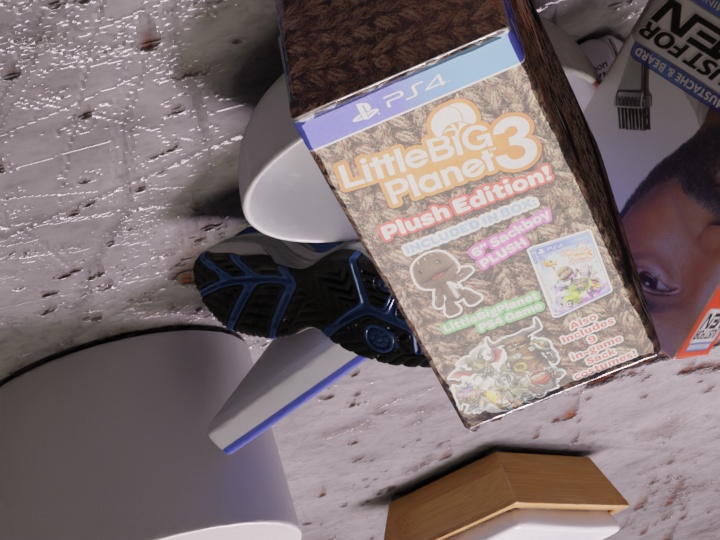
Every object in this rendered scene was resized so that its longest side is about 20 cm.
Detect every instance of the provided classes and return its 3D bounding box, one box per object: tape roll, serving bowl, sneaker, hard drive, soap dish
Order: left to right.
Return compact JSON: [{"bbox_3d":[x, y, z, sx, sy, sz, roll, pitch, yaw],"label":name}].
[{"bbox_3d":[-0.153,0.142,1.620,0.201,0.140,0.203,-16,162,-5],"label":"tape roll"},{"bbox_3d":[-0.006,0.031,1.505,0.200,0.025,0.132,-36,-168,43],"label":"hard drive"},{"bbox_3d":[0.000,0.000,1.362,0.199,0.076,0.077,13,-139,33],"label":"sneaker"},{"bbox_3d":[0.026,-0.086,1.249,0.199,0.066,0.200,-15,161,-5],"label":"serving bowl"},{"bbox_3d":[0.130,0.226,2.204,0.157,0.082,0.199,-29,159,31],"label":"soap dish"}]

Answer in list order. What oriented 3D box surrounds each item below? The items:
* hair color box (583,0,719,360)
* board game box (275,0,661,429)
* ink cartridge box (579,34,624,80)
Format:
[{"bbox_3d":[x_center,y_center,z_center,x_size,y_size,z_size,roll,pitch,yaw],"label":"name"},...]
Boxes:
[{"bbox_3d":[0.174,-0.068,1.210,0.201,0.111,0.064,-61,159,13],"label":"hair color box"},{"bbox_3d":[0.044,-0.062,1.062,0.096,0.160,0.201,-22,131,10],"label":"board game box"},{"bbox_3d":[0.138,-0.053,1.417,0.145,0.083,0.200,-26,160,25],"label":"ink cartridge box"}]
